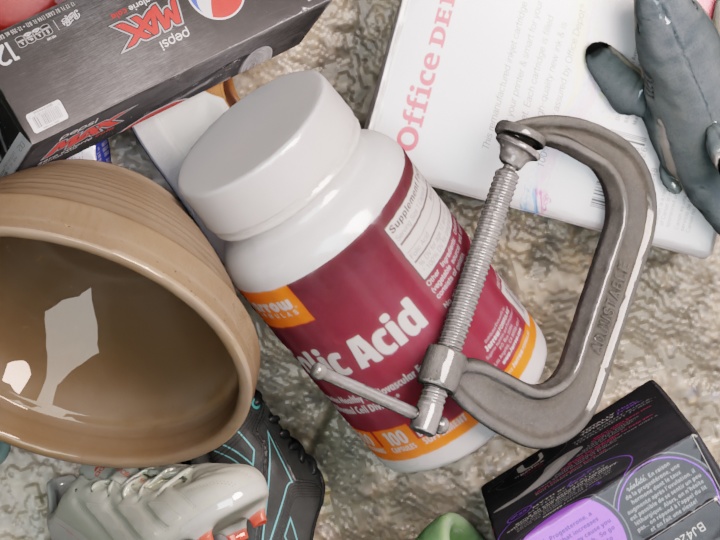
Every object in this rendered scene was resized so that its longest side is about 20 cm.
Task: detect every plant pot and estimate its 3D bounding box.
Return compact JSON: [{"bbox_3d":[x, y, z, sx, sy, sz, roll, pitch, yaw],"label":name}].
[{"bbox_3d":[-0.143,0.008,1.518,0.200,0.201,0.093,16,55,-2],"label":"plant pot"}]

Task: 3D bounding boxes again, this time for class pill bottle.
[{"bbox_3d":[0.000,0.000,1.550,0.114,0.114,0.200,-38,114,3],"label":"pill bottle"}]

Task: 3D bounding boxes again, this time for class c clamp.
[{"bbox_3d":[0.079,0.004,1.521,0.171,0.027,0.201,33,72,-31],"label":"c clamp"}]

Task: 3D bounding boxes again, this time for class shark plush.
[{"bbox_3d":[0.177,-0.059,1.538,0.090,0.083,0.201,-11,96,-3],"label":"shark plush"}]

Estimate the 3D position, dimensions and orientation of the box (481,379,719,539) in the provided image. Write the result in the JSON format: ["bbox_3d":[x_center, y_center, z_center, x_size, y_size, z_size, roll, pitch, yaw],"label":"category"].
[{"bbox_3d":[0.145,0.145,1.584,0.122,0.200,0.106,-32,96,3],"label":"box"}]

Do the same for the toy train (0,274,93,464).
[{"bbox_3d":[-0.228,0.052,1.619,0.199,0.085,0.114,-21,113,1],"label":"toy train"}]

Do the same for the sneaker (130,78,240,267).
[{"bbox_3d":[-0.042,-0.033,1.626,0.084,0.073,0.200,-35,94,7],"label":"sneaker"}]

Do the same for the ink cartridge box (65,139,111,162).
[{"bbox_3d":[-0.238,-0.042,1.614,0.199,0.094,0.045,-6,96,0],"label":"ink cartridge box"}]

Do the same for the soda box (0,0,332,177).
[{"bbox_3d":[-0.115,-0.120,1.559,0.199,0.071,0.064,-28,82,-27],"label":"soda box"}]

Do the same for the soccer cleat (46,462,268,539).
[{"bbox_3d":[-0.119,0.127,1.595,0.069,0.200,0.078,-18,84,-36],"label":"soccer cleat"}]

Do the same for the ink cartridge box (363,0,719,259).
[{"bbox_3d":[0.112,-0.104,1.616,0.199,0.086,0.148,16,96,-2],"label":"ink cartridge box"}]

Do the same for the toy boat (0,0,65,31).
[{"bbox_3d":[-0.171,-0.189,1.580,0.130,0.131,0.200,40,94,-4],"label":"toy boat"}]

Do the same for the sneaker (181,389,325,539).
[{"bbox_3d":[-0.065,0.104,1.651,0.079,0.075,0.201,-11,104,-10],"label":"sneaker"}]

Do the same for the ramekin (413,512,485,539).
[{"bbox_3d":[0.050,0.242,1.601,0.097,0.200,0.201,-27,96,9],"label":"ramekin"}]
